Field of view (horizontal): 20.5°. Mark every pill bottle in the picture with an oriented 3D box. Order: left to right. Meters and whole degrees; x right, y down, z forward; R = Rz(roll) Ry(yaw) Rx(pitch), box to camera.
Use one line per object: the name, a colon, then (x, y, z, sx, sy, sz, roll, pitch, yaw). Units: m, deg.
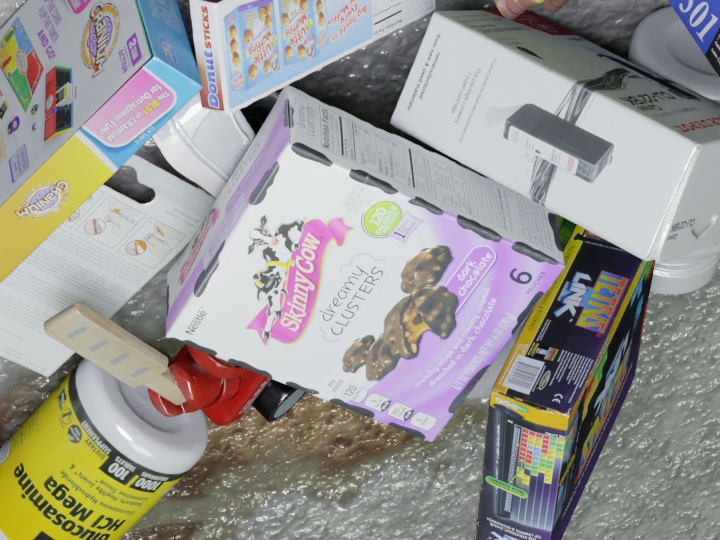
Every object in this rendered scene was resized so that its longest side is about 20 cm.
pill bottle: (-0.215, 0.157, 1.496, 0.112, 0.113, 0.200, 24, 121, -36)
pill bottle: (0.233, -0.082, 1.431, 0.112, 0.113, 0.200, -7, 135, -13)

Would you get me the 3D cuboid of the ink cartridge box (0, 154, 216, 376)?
ink cartridge box: (-0.220, -0.027, 1.372, 0.162, 0.050, 0.200, 29, 117, -38)

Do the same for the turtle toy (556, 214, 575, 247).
turtle toy: (0.120, -0.013, 1.463, 0.145, 0.101, 0.200, 10, 133, -11)

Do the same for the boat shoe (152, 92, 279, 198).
boat shoe: (-0.079, -0.092, 1.299, 0.068, 0.072, 0.200, -28, 160, 11)

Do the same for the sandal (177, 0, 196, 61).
sandal: (-0.155, -0.132, 1.301, 0.200, 0.043, 0.076, -32, 131, 27)

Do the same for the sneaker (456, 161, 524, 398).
sneaker: (0.055, 0.017, 1.370, 0.115, 0.074, 0.200, -13, 125, 1)

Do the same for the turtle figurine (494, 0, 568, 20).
turtle figurine: (0.168, -0.217, 1.273, 0.161, 0.200, 0.064, -29, 98, 40)

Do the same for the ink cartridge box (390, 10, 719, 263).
ink cartridge box: (0.144, -0.091, 1.288, 0.144, 0.200, 0.084, -14, 131, -60)

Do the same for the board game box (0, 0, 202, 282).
board game box: (-0.191, -0.103, 1.228, 0.200, 0.153, 0.040, -41, 132, 22)

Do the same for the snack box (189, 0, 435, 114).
snack box: (-0.025, -0.165, 1.231, 0.200, 0.024, 0.072, -32, 129, -41)

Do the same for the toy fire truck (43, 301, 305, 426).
toy fire truck: (-0.099, 0.030, 1.381, 0.176, 0.129, 0.200, -51, 167, 29)

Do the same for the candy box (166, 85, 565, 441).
candy box: (0.000, 0.000, 1.271, 0.200, 0.072, 0.168, 23, 122, -19)

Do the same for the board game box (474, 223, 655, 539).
board game box: (0.140, 0.074, 1.334, 0.057, 0.200, 0.165, 17, 138, 16)

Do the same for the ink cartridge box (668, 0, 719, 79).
ink cartridge box: (0.264, -0.167, 1.294, 0.044, 0.200, 0.094, 4, 131, -27)
